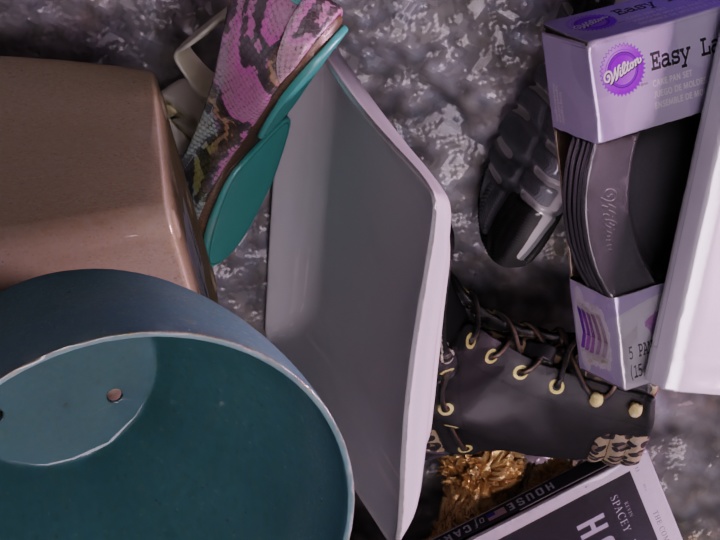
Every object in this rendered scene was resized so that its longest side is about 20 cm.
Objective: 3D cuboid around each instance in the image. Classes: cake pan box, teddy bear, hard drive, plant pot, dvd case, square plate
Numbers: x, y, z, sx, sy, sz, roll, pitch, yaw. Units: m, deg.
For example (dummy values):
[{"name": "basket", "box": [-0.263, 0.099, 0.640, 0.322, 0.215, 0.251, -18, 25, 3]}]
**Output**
[{"name": "cake pan box", "box": [0.186, -0.053, 1.438, 0.199, 0.052, 0.186, -15, 109, -24]}, {"name": "teddy bear", "box": [0.064, 0.181, 1.618, 0.145, 0.067, 0.200, 30, 107, -34]}, {"name": "hard drive", "box": [0.219, -0.035, 1.416, 0.131, 0.026, 0.202, 6, 101, -29]}, {"name": "plant pot", "box": [-0.116, 0.078, 1.217, 0.199, 0.135, 0.201, -10, 123, -15]}, {"name": "dvd case", "box": [0.093, 0.198, 1.593, 0.199, 0.025, 0.151, -26, 116, -4]}, {"name": "square plate", "box": [0.000, 0.000, 1.409, 0.028, 0.200, 0.199, -7, 123, -20]}, {"name": "plant pot", "box": [-0.161, 0.011, 1.352, 0.176, 0.201, 0.201, -14, 124, 1]}]

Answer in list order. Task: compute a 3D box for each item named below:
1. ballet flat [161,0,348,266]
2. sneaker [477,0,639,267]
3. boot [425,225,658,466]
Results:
[{"name": "ballet flat", "box": [-0.065, -0.081, 1.406, 0.071, 0.069, 0.200, 38, 144, 7]}, {"name": "sneaker", "box": [0.144, -0.081, 1.479, 0.115, 0.075, 0.201, 11, 116, -26]}, {"name": "boot", "box": [0.081, 0.041, 1.490, 0.149, 0.074, 0.201, 4, 142, 0]}]
